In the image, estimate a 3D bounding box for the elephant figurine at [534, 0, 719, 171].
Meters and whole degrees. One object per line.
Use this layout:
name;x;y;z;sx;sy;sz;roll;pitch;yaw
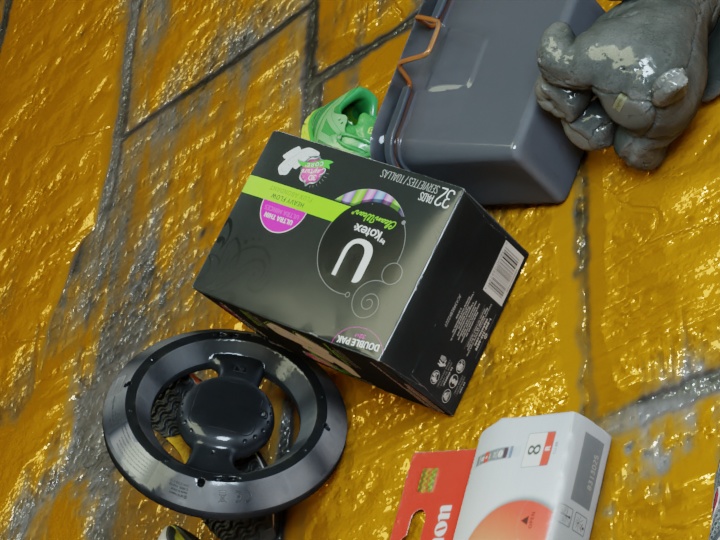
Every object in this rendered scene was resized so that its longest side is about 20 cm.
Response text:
elephant figurine;0.224;-0.187;1.320;0.155;0.142;0.200;28;67;28

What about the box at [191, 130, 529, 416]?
box;0.000;0.000;1.398;0.199;0.124;0.149;19;77;37

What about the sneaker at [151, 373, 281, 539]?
sneaker;-0.116;0.157;1.519;0.070;0.090;0.200;-42;62;7

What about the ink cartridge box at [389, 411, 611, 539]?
ink cartridge box;0.075;0.185;1.262;0.199;0.050;0.163;-9;56;45

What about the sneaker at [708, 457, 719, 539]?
sneaker;0.237;0.163;1.054;0.075;0.080;0.201;-27;34;59

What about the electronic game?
electronic game;-0.109;0.121;1.450;0.201;0.198;0.042;-100;14;-46

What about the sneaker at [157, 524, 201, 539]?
sneaker;-0.148;0.298;1.447;0.085;0.074;0.200;-50;25;21

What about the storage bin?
storage bin;0.112;-0.148;1.422;0.134;0.145;0.201;5;66;42

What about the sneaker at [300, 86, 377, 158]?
sneaker;-0.007;-0.095;1.576;0.084;0.074;0.201;-43;35;26
